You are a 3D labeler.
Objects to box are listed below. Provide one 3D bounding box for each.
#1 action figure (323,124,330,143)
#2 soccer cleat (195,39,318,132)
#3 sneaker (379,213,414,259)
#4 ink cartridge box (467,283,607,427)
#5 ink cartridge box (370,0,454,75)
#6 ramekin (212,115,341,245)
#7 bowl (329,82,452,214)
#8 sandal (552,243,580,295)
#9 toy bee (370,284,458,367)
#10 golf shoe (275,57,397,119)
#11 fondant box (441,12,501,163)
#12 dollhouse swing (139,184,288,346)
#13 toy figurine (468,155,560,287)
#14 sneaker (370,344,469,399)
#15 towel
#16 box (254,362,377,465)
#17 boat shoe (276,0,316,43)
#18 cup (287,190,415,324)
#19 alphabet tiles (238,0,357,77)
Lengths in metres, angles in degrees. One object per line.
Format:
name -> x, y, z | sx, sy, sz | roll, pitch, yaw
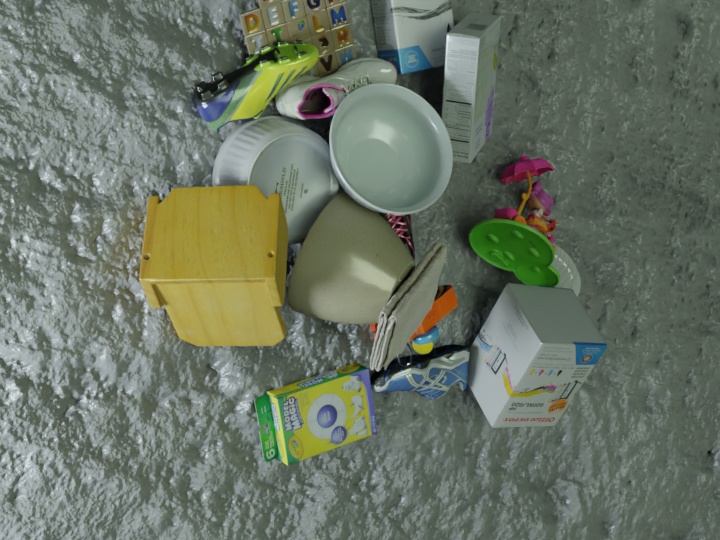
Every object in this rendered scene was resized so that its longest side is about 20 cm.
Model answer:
action figure -> 0.030, -0.205, 1.651 | 0.196, 0.069, 0.133 | 7, 100, -27
soccer cleat -> -0.148, -0.272, 1.526 | 0.197, 0.065, 0.085 | -27, 128, -3
sneaker -> 0.058, -0.063, 1.648 | 0.078, 0.096, 0.203 | -18, 124, -14
ink cartridge box -> 0.292, 0.149, 1.768 | 0.145, 0.146, 0.202 | 4, 130, -28
ink cartridge box -> 0.081, -0.422, 1.641 | 0.114, 0.066, 0.204 | -16, 106, -26
ramekin -> -0.117, -0.131, 1.565 | 0.199, 0.094, 0.207 | -6, 102, -28
bowl -> 0.033, -0.169, 1.552 | 0.197, 0.090, 0.206 | 6, 73, -20
sandal -> 0.314, -0.019, 1.854 | 0.201, 0.050, 0.083 | 37, 70, -15
toy bee -> 0.073, 0.081, 1.717 | 0.198, 0.107, 0.134 | -11, 97, -52
golf shoe -> -0.027, -0.267, 1.563 | 0.196, 0.092, 0.077 | -20, 117, -14
fondant box -> 0.175, -0.293, 1.649 | 0.145, 0.057, 0.204 | -52, 149, -56
dollhouse swing -> -0.199, -0.002, 1.520 | 0.195, 0.176, 0.186 | -2, 69, 9
toy figurine -> 0.294, -0.100, 1.775 | 0.200, 0.148, 0.187 | 41, 57, -33
sneaker -> 0.107, 0.183, 1.754 | 0.196, 0.075, 0.079 | -11, 100, -26
towel -> 0.077, 0.056, 1.580 | 0.201, 0.034, 0.134 | -51, 161, -41
box -> -0.072, 0.235, 1.681 | 0.197, 0.048, 0.120 | -15, 105, -24
boat shoe -> -0.077, -0.429, 1.552 | 0.072, 0.065, 0.203 | 32, 83, -29
cup -> 0.000, 0.000, 1.568 | 0.141, 0.200, 0.203 | 26, 84, 15
alphabet tiles -> -0.090, -0.346, 1.549 | 0.164, 0.006, 0.203 | -21, 125, -11
